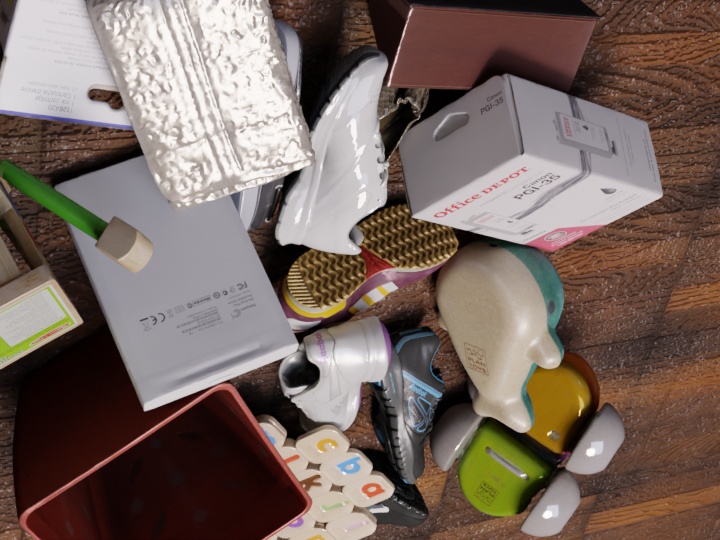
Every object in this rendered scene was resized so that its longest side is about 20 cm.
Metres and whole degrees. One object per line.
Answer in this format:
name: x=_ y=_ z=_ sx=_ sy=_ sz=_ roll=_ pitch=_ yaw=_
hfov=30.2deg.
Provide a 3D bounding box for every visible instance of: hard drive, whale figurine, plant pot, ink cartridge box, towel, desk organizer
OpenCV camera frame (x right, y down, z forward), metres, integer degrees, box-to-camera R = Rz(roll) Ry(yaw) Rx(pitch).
hard drive: x=-0.150 y=-0.001 z=1.077 sx=0.131 sy=0.201 sz=0.027 roll=-21 pitch=161 yaw=-17
whale figurine: x=0.149 y=0.059 z=1.340 sx=0.104 sy=0.159 sz=0.201 roll=-28 pitch=121 yaw=-36
plant pot: x=-0.193 y=0.154 z=1.178 sx=0.199 sy=0.176 sz=0.200 roll=-33 pitch=135 yaw=-5
ink cartridge box: x=0.154 y=-0.093 z=1.218 sx=0.199 sy=0.083 sz=0.146 roll=10 pitch=152 yaw=-41
towel: x=-0.117 y=-0.142 z=1.019 sx=0.132 sy=0.035 sz=0.201 roll=-18 pitch=130 yaw=-3
ink cartridge box: x=-0.168 y=-0.205 z=1.011 sx=0.197 sy=0.047 sz=0.201 roll=4 pitch=123 yaw=-35
desk organizer: x=0.101 y=-0.206 z=1.157 sx=0.199 sy=0.072 sz=0.077 roll=-2 pitch=127 yaw=-30

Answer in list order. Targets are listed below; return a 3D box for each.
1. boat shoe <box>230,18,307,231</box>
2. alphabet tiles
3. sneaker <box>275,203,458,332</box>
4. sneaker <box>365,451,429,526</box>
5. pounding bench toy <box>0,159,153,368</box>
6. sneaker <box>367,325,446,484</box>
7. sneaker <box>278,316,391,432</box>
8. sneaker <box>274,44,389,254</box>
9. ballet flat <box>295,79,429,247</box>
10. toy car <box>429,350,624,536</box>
boat shoe: x=-0.078 y=-0.118 z=1.121 sx=0.066 sy=0.070 sz=0.201 roll=-15 pitch=129 yaw=-45
alphabet tiles: x=-0.075 y=0.222 z=1.355 sx=0.195 sy=0.015 sz=0.200 roll=-26 pitch=124 yaw=24
sneaker: x=0.000 y=0.000 z=1.262 sx=0.199 sy=0.075 sz=0.090 roll=-20 pitch=164 yaw=-31
sneaker: x=-0.013 y=0.242 z=1.440 sx=0.199 sy=0.076 sz=0.091 roll=26 pitch=115 yaw=-32
pounding bench toy: x=-0.274 y=-0.029 z=0.993 sx=0.199 sy=0.156 sz=0.124 roll=-29 pitch=166 yaw=-9
sneaker: x=0.056 y=0.145 z=1.396 sx=0.082 sy=0.073 sz=0.201 roll=-23 pitch=133 yaw=-15
sneaker: x=-0.041 y=0.102 z=1.281 sx=0.099 sy=0.075 sz=0.200 roll=-6 pitch=152 yaw=-21
sneaker: x=-0.009 y=-0.100 z=1.134 sx=0.087 sy=0.075 sz=0.201 roll=18 pitch=125 yaw=-5
ballet flat: x=-0.001 y=-0.099 z=1.192 sx=0.067 sy=0.046 sz=0.200 roll=25 pitch=108 yaw=-41
toy car: x=0.188 y=0.175 z=1.465 sx=0.201 sy=0.175 sz=0.150 roll=-60 pitch=167 yaw=20
